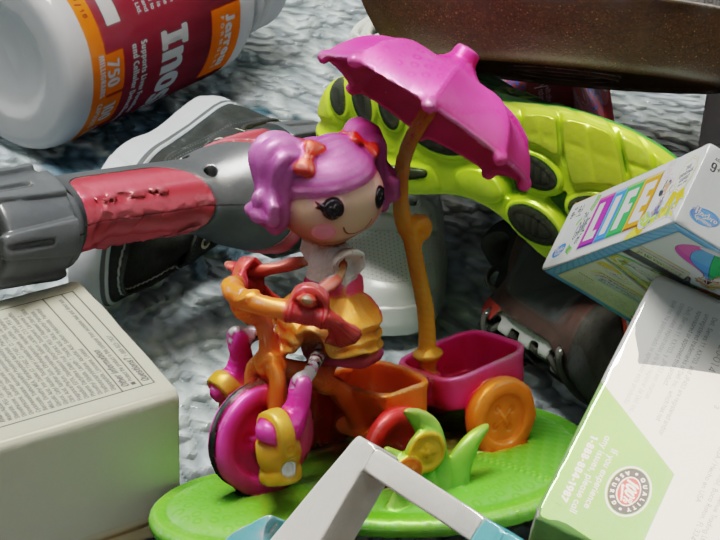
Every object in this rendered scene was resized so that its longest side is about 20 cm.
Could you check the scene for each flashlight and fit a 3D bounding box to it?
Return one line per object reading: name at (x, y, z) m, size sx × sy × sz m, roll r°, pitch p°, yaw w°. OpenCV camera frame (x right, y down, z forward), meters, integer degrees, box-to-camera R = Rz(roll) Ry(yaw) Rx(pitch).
flashlight at (-0.092, -0.028, 0.839) m, size 0.200 × 0.068 × 0.068 m, roll -12°, pitch 63°, yaw -45°

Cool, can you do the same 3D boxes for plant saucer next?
plant saucer at (0.096, -0.107, 0.857) m, size 0.199 × 0.035 × 0.200 m, roll 7°, pitch 4°, yaw 0°

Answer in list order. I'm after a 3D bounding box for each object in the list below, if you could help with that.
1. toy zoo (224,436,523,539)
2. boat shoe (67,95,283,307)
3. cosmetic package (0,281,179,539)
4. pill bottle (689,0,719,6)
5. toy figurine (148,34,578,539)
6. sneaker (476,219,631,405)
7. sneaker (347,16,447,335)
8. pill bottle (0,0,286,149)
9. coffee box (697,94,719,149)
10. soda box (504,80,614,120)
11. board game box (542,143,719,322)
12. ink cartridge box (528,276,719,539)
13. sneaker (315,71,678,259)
toy zoo at (0.018, 0.143, 0.605) m, size 0.200 × 0.131 × 0.020 m, roll 28°, pitch -3°, yaw 37°
boat shoe at (-0.088, -0.039, 0.942) m, size 0.056 × 0.069 × 0.200 m, roll 11°, pitch 30°, yaw 14°
cosmetic package at (-0.182, 0.079, 0.732) m, size 0.199 × 0.073 × 0.104 m, roll -16°, pitch 35°, yaw -27°
pill bottle at (0.202, -0.168, 0.973) m, size 0.199 × 0.115 × 0.114 m, roll 8°, pitch 31°, yaw 10°
toy figurine at (0.000, 0.000, 0.731) m, size 0.199 × 0.185 × 0.150 m, roll -13°, pitch 18°, yaw -32°
sneaker at (0.099, 0.032, 0.856) m, size 0.082 × 0.077 × 0.200 m, roll -24°, pitch 29°, yaw 9°
sneaker at (0.012, -0.062, 0.939) m, size 0.073 × 0.116 × 0.200 m, roll 3°, pitch 33°, yaw -2°
pill bottle at (-0.137, -0.155, 1.085) m, size 0.113 × 0.113 × 0.200 m, roll 24°, pitch 38°, yaw 31°
coffee box at (0.290, -0.098, 1.051) m, size 0.114 × 0.080 × 0.200 m, roll 23°, pitch 37°, yaw 30°
soda box at (0.102, -0.095, 1.026) m, size 0.063 × 0.070 × 0.200 m, roll -24°, pitch 27°, yaw 16°
board game box at (0.185, 0.026, 0.726) m, size 0.200 × 0.034 × 0.134 m, roll 30°, pitch -14°, yaw -10°
ink cartridge box at (0.174, 0.099, 0.674) m, size 0.199 × 0.067 × 0.117 m, roll 25°, pitch 62°, yaw 13°
sneaker at (0.076, -0.056, 0.836) m, size 0.200 × 0.074 × 0.084 m, roll 23°, pitch 30°, yaw 27°
